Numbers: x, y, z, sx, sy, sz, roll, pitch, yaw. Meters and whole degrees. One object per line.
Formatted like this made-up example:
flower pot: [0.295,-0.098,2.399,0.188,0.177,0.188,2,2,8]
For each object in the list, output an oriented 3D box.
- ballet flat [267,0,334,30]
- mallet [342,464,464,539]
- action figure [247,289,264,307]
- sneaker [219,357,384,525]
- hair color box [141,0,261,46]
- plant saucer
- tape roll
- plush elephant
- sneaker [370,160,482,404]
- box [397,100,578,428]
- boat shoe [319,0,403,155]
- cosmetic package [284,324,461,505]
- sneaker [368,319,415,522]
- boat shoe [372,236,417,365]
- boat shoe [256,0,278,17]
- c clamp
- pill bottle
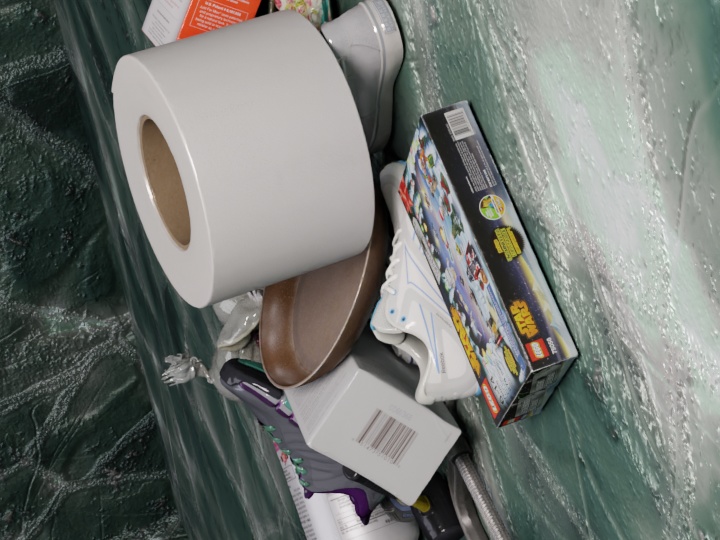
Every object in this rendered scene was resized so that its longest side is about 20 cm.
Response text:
ballet flat: [-0.046,-0.179,1.581,0.076,0.063,0.202,-95,-6,-63]
mallet: [0.039,0.203,1.620,0.066,0.041,0.200,60,-166,22]
action figure: [-0.070,-0.022,1.701,0.200,0.102,0.119,49,-176,-22]
sneaker: [-0.052,0.158,1.667,0.199,0.088,0.074,31,-171,-14]
hair color box: [-0.109,-0.268,1.521,0.202,0.061,0.102,-68,27,15]
plant saucer: [-0.027,0.004,1.540,0.200,0.032,0.202,-47,33,45]
tape roll: [-0.092,-0.087,1.434,0.203,0.138,0.204,54,154,42]
plush elephant: [-0.106,0.056,1.975,0.165,0.198,0.156,-111,30,-44]
sneaker: [0.042,0.010,1.429,0.075,0.086,0.202,102,150,-69]
box: [0.087,-0.002,1.324,0.137,0.040,0.201,104,146,-68]
boat shoe: [-0.012,-0.144,1.478,0.200,0.068,0.073,112,138,-70]
cosmetic package: [0.001,0.106,1.582,0.112,0.081,0.200,32,-173,-17]
sneaker: [0.013,0.138,1.759,0.087,0.074,0.202,-146,40,-78]
boat shoe: [0.000,0.000,1.627,0.074,0.066,0.201,97,152,-62]
boat shoe: [-0.084,-0.265,1.624,0.070,0.070,0.201,-134,20,-77]
c clamp: [0.103,0.212,1.570,0.171,0.027,0.201,92,157,-56]
pill bottle: [-0.007,0.239,1.874,0.113,0.112,0.202,130,122,-75]
